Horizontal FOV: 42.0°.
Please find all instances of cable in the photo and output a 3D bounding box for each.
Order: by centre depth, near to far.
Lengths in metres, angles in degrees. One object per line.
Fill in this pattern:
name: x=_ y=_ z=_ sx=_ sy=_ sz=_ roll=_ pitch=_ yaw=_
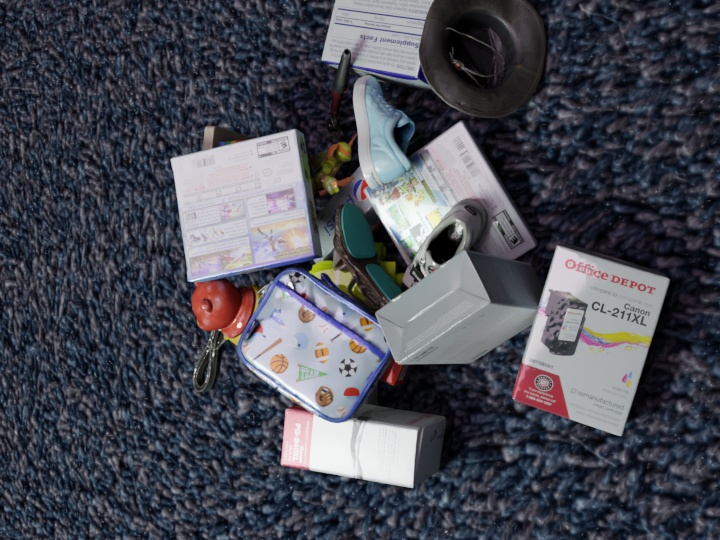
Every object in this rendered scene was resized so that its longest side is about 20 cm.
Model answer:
cable: x=-0.250 y=0.113 z=1.599 sx=0.097 sy=0.050 sz=0.201 roll=47 pitch=111 yaw=27

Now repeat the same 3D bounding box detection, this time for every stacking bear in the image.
stacking bear: x=-0.170 y=0.074 z=1.436 sx=0.114 sy=0.198 sz=0.122 roll=-45 pitch=38 yaw=24

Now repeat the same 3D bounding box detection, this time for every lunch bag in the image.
lunch bag: x=-0.058 y=0.093 z=1.244 sx=0.199 sy=0.076 sz=0.161 roll=34 pitch=89 yaw=11

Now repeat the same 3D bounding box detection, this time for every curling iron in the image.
curling iron: x=-0.028 y=-0.267 z=1.419 sx=0.201 sy=0.025 sz=0.050 roll=107 pitch=147 yaw=-61

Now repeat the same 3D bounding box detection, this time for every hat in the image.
hat: x=0.164 y=-0.299 z=1.314 sx=0.081 sy=0.197 sz=0.204 roll=132 pitch=139 yaw=-75

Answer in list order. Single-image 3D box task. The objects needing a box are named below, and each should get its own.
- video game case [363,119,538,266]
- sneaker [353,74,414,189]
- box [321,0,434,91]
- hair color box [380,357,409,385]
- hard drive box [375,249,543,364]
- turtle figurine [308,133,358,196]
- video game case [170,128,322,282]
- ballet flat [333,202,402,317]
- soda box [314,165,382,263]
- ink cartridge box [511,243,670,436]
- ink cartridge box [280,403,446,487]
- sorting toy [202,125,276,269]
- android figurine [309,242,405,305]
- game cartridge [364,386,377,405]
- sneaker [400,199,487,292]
video game case: x=0.124 y=-0.077 z=1.323 sx=0.181 sy=0.022 sz=0.202 roll=-32 pitch=88 yaw=26
sneaker: x=0.040 y=-0.205 z=1.338 sx=0.081 sy=0.074 sz=0.203 roll=-16 pitch=56 yaw=16
box: x=0.062 y=-0.382 z=1.386 sx=0.182 sy=0.104 sz=0.203 roll=18 pitch=96 yaw=35
hair color box: x=-0.025 y=0.095 z=1.325 sx=0.197 sy=0.101 sz=0.062 roll=22 pitch=88 yaw=11
hard drive box: x=0.140 y=0.054 z=1.234 sx=0.155 sy=0.199 sz=0.078 roll=-35 pitch=66 yaw=26
turtle figurine: x=-0.063 y=-0.139 z=1.417 sx=0.064 sy=0.201 sz=0.161 roll=37 pitch=118 yaw=-14
video game case: x=-0.164 y=-0.090 z=1.351 sx=0.197 sy=0.045 sz=0.185 roll=-11 pitch=83 yaw=13
ballet flat: x=0.000 y=0.000 z=1.344 sx=0.075 sy=0.067 sz=0.202 roll=-48 pitch=58 yaw=35
soda box: x=-0.002 y=-0.094 z=1.429 sx=0.200 sy=0.068 sz=0.064 roll=-46 pitch=63 yaw=23
ink cartridge box: x=0.286 y=0.081 z=1.172 sx=0.144 sy=0.083 sz=0.203 roll=17 pitch=96 yaw=14
ink cartridge box: x=0.008 y=0.238 z=1.319 sx=0.197 sy=0.145 sz=0.085 roll=6 pitch=90 yaw=20
sorting toy: x=-0.164 y=-0.108 z=1.470 sx=0.069 sy=0.198 sz=0.204 roll=3 pitch=88 yaw=29
android figurine: x=-0.007 y=0.049 z=1.397 sx=0.196 sy=0.041 sz=0.186 roll=-1 pitch=85 yaw=12
game cartridge: x=-0.035 y=0.210 z=1.448 sx=0.132 sy=0.040 sz=0.204 roll=4 pitch=88 yaw=39
sneaker: x=0.098 y=-0.004 z=1.291 sx=0.073 sy=0.088 sz=0.202 roll=31 pitch=113 yaw=12
